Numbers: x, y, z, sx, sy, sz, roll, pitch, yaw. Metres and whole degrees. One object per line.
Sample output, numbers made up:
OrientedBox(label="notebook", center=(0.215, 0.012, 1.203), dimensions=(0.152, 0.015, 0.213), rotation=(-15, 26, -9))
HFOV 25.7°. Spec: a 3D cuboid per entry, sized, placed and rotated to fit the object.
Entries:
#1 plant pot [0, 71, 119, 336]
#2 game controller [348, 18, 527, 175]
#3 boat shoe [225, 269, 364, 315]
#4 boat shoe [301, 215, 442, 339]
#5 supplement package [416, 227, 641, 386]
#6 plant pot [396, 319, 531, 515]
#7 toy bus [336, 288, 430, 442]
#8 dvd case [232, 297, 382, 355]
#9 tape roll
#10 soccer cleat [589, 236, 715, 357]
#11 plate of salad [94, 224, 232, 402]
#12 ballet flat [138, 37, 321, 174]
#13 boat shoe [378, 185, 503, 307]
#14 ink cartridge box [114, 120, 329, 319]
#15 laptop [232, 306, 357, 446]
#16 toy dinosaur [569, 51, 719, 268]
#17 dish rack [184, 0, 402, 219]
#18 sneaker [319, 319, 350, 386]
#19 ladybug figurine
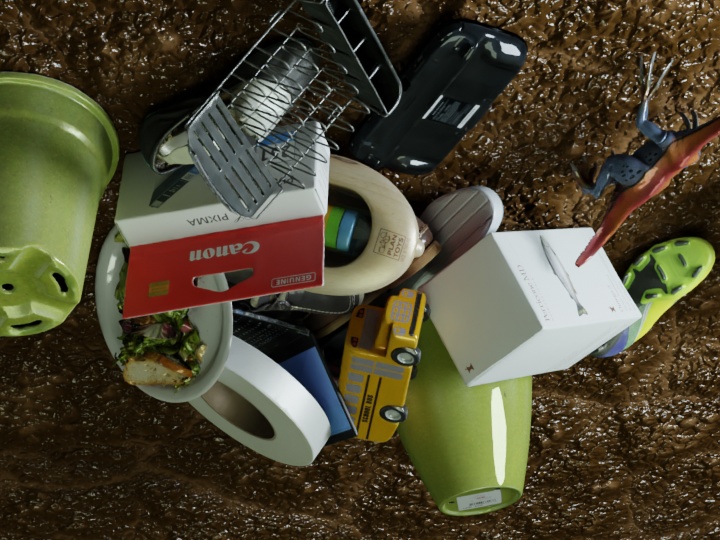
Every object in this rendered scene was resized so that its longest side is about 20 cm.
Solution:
OrientedBox(label="plant pot", center=(-0.323, -0.048, 1.461), dimensions=(0.200, 0.185, 0.201), rotation=(-5, 142, -4))
OrientedBox(label="game controller", center=(0.073, -0.162, 1.507), dimensions=(0.104, 0.042, 0.200), rotation=(3, 143, -36))
OrientedBox(label="boat shoe", center=(-0.097, 0.012, 1.614), dimensions=(0.199, 0.065, 0.072), rotation=(18, 125, 7))
OrientedBox(label="boat shoe", center=(0.000, 0.000, 1.652), dimensions=(0.070, 0.070, 0.200), rotation=(47, 126, -6))
OrientedBox(label="supplement package", center=(0.177, 0.035, 1.639), dimensions=(0.117, 0.117, 0.200), rotation=(-39, 160, 34))
OrientedBox(label="plant pot", center=(0.116, 0.162, 1.752), dimensions=(0.187, 0.201, 0.187), rotation=(-9, 154, -4))
OrientedBox(label="toy bus", center=(0.021, 0.098, 1.629), dimensions=(0.078, 0.065, 0.200), rotation=(12, 142, 3))
OrientedBox(label="dvd case", center=(-0.083, 0.030, 1.732), dimensions=(0.200, 0.016, 0.149), rotation=(-24, 139, 20))
OrientedBox(label="tape roll", center=(-0.124, 0.132, 1.671), dimensions=(0.202, 0.037, 0.203), rotation=(29, 156, 14))
OrientedBox(label="soccer cleat", center=(0.324, 0.026, 1.770), dimensions=(0.084, 0.065, 0.200), rotation=(-9, 150, -51))
OrientedBox(label="plate of salad", center=(-0.207, 0.037, 1.589), dimensions=(0.048, 0.200, 0.200), rotation=(-14, 156, -48))
OrientedBox(label="ballet flat", center=(-0.119, -0.142, 1.468), dimensions=(0.200, 0.069, 0.068), rotation=(-27, 137, 22))
OrientedBox(label="boat shoe", center=(0.093, -0.026, 1.660), dimensions=(0.071, 0.072, 0.200), rotation=(-7, 155, -42))
OrientedBox(label="ink cartridge box", center=(-0.131, -0.050, 1.480), dimensions=(0.199, 0.177, 0.045), rotation=(-10, 138, 11))
OrientedBox(label="laptop", center=(-0.117, 0.116, 1.689), dimensions=(0.199, 0.104, 0.177), rotation=(16, 162, -19))
OrientedBox(label="toy dinosaur", center=(0.303, -0.104, 1.528), dimensions=(0.105, 0.201, 0.181), rotation=(4, 175, -38))
OrientedBox(label="dish rack", center=(-0.063, -0.143, 1.404), dimensions=(0.200, 0.054, 0.154), rotation=(-50, 138, -15))
OrientedBox(label="sneaker", center=(-0.005, 0.104, 1.747), dimensions=(0.070, 0.082, 0.200), rotation=(-39, 173, -23))
OrientedBox(label="ladybug figurine", center=(-0.032, -0.044, 1.557), dimensions=(0.199, 0.136, 0.072), rotation=(19, -179, 12))
